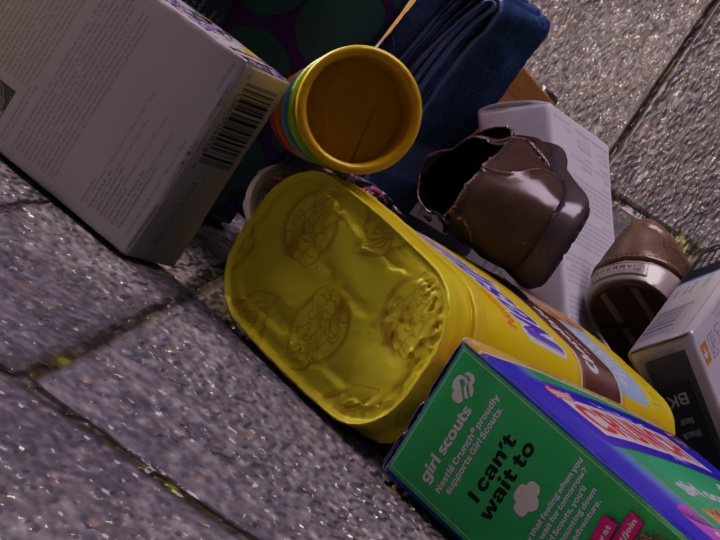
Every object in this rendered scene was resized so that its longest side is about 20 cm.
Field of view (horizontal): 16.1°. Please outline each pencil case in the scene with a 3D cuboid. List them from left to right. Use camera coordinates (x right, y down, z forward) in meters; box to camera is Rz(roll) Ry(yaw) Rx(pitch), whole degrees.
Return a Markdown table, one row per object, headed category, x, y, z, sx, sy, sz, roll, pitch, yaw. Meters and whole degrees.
| category | x | y | z | sx | sy | sz | roll | pitch | yaw |
| --- | --- | --- | --- | --- | --- | --- | --- | --- | --- |
| pencil case | -0.050 | -0.124 | 1.403 | 0.092 | 0.200 | 0.085 | 41 | 13 | 8 |

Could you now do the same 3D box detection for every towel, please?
| category | x | y | z | sx | sy | sz | roll | pitch | yaw |
| --- | --- | --- | --- | --- | --- | --- | --- | --- | --- |
| towel | 0.027 | -0.082 | 1.450 | 0.049 | 0.200 | 0.112 | 43 | 11 | 23 |

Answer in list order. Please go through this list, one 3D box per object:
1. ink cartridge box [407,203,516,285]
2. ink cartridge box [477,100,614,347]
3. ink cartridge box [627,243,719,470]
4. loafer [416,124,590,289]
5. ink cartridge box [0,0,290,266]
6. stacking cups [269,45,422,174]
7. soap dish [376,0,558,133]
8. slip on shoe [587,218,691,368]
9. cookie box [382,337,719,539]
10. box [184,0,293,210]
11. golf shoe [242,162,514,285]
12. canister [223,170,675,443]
| category | x | y | z | sx | sy | sz | roll | pitch | yaw |
| --- | --- | --- | --- | --- | --- | --- | --- | --- | --- |
| ink cartridge box | 0.037 | -0.052 | 1.732 | 0.200 | 0.085 | 0.145 | 33 | 8 | -15 |
| ink cartridge box | 0.116 | 0.012 | 1.493 | 0.057 | 0.201 | 0.162 | -3 | -7 | 17 |
| ink cartridge box | 0.216 | 0.100 | 1.383 | 0.201 | 0.043 | 0.198 | 67 | 23 | -7 |
| loafer | 0.067 | -0.048 | 1.330 | 0.071 | 0.073 | 0.200 | 33 | 2 | -11 |
| ink cartridge box | -0.141 | -0.103 | 1.242 | 0.200 | 0.109 | 0.050 | 38 | 10 | 26 |
| stacking cups | -0.019 | -0.081 | 1.270 | 0.060 | 0.061 | 0.200 | 32 | -2 | -12 |
| soap dish | 0.035 | -0.153 | 1.611 | 0.200 | 0.081 | 0.157 | 53 | 6 | 24 |
| slip on shoe | 0.188 | 0.057 | 1.497 | 0.200 | 0.076 | 0.061 | 58 | 34 | -33 |
| cookie box | 0.132 | 0.127 | 1.102 | 0.171 | 0.075 | 0.200 | 23 | 13 | -50 |
| box | -0.109 | -0.134 | 1.557 | 0.199 | 0.107 | 0.148 | 32 | 8 | -10 |
| golf shoe | 0.000 | 0.000 | 1.378 | 0.200 | 0.073 | 0.092 | 34 | -10 | -39 |
| canister | 0.047 | 0.042 | 1.234 | 0.200 | 0.087 | 0.148 | 28 | 10 | -46 |
